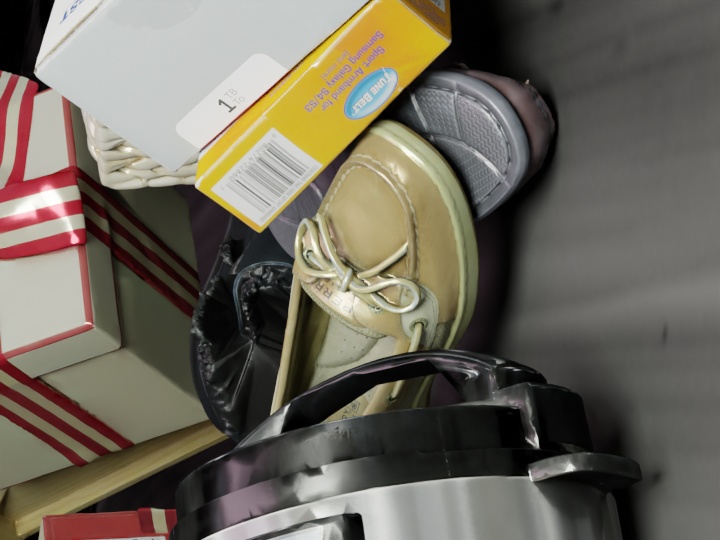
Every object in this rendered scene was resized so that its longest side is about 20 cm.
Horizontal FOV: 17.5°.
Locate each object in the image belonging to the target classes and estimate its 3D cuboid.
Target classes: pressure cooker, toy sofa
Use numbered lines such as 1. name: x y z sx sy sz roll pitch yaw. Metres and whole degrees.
1. pressure cooker: 0.015 0.132 0.870 0.179 0.175 0.201 98 165 -71
2. toy sofa: -0.172 0.098 1.505 0.083 0.199 0.098 44 -157 -56

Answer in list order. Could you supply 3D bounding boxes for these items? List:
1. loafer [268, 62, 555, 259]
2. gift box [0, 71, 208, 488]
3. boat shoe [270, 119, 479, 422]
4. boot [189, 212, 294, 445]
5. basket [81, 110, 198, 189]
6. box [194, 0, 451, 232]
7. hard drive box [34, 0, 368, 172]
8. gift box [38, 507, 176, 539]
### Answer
1. loafer: 0.025 -0.053 1.001 0.200 0.063 0.072 -19 98 58
2. gift box: -0.212 0.001 1.398 0.187 0.184 0.201 43 -153 -58
3. boat shoe: -0.003 0.027 0.981 0.073 0.063 0.201 39 139 22
4. boot: -0.054 0.045 1.225 0.168 0.076 0.201 -84 6 -59
5. basket: -0.101 -0.153 1.317 0.124 0.135 0.200 99 161 -46
6. box: -0.014 -0.114 1.001 0.119 0.041 0.200 -44 21 25
7. hard drive box: -0.046 -0.165 0.975 0.156 0.077 0.200 -37 29 35
8. gift box: -0.121 0.271 1.403 0.187 0.184 0.201 106 162 -47
